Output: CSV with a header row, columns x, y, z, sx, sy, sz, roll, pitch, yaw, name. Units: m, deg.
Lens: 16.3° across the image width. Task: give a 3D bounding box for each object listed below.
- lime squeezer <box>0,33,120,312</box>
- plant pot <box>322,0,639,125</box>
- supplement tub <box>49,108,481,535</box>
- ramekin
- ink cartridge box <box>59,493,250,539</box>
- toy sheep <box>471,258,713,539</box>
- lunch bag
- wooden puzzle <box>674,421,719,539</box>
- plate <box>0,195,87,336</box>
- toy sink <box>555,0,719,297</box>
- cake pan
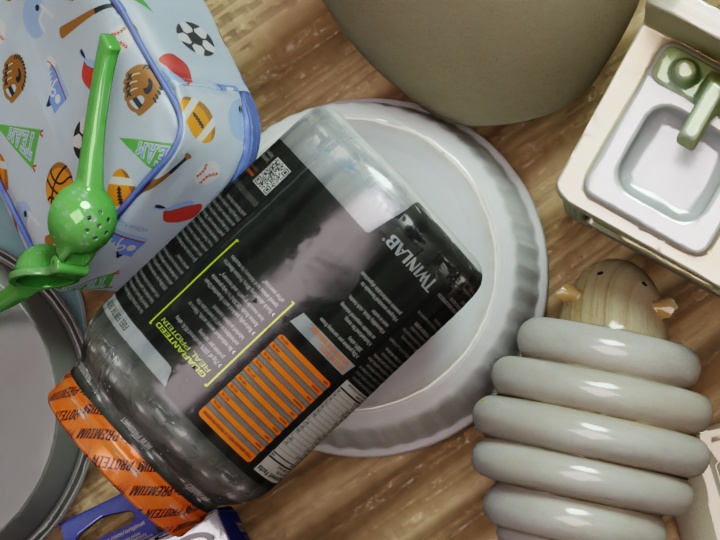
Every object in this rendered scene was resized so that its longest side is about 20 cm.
x,y,z,sx,sy,sz,roll,pitch,yaw,name
-0.161,-0.021,1.279,0.071,0.038,0.200,48,124,24,lime squeezer
0.068,-0.156,1.327,0.200,0.200,0.135,-9,119,5,plant pot
-0.049,0.028,1.236,0.200,0.123,0.123,-43,82,1,supplement tub
0.000,0.000,1.350,0.202,0.094,0.203,-1,84,5,ramekin
-0.102,0.216,1.348,0.136,0.076,0.200,-26,84,2,ink cartridge box
0.119,0.092,1.308,0.138,0.138,0.200,7,86,6,toy sheep
-0.145,-0.094,1.342,0.160,0.075,0.200,-49,56,33,lunch bag
0.277,0.154,1.336,0.200,0.037,0.185,-15,84,4,wooden puzzle
-0.253,0.041,1.406,0.200,0.026,0.201,-1,85,6,plate
0.180,-0.052,1.283,0.130,0.200,0.112,29,88,7,toy sink
-0.244,0.076,1.371,0.200,0.037,0.201,-1,85,5,cake pan
